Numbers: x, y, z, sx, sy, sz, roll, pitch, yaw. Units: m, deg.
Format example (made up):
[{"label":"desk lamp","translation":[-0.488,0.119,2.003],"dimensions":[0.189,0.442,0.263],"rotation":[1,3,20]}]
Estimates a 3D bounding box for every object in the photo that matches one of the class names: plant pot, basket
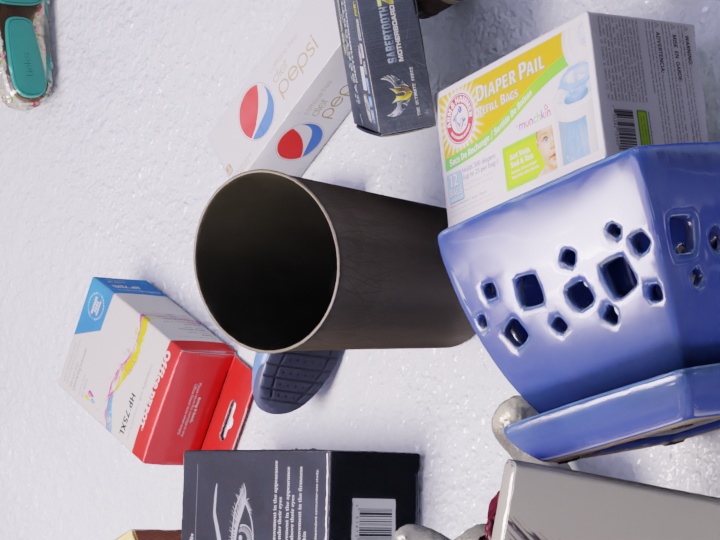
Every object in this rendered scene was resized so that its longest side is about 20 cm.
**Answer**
[{"label":"plant pot","translation":[0.200,0.026,1.565],"dimensions":[0.199,0.199,0.182],"rotation":[-23,76,45]},{"label":"basket","translation":[0.000,0.000,1.783],"dimensions":[0.180,0.199,0.137],"rotation":[20,101,48]}]

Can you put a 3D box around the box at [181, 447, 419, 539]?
[{"label":"box","translation":[-0.053,0.222,1.888],"dimensions":[0.199,0.104,0.150],"rotation":[-4,83,49]}]

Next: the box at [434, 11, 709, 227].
[{"label":"box","translation":[0.152,-0.104,1.676],"dimensions":[0.200,0.101,0.114],"rotation":[-25,67,55]}]

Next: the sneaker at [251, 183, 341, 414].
[{"label":"sneaker","translation":[-0.057,0.023,1.946],"dimensions":[0.082,0.074,0.202],"rotation":[12,87,50]}]

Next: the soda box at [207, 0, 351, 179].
[{"label":"soda box","translation":[-0.049,-0.157,1.961],"dimensions":[0.200,0.063,0.068],"rotation":[-52,51,32]}]

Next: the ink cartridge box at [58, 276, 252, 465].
[{"label":"ink cartridge box","translation":[-0.187,0.100,2.082],"dimensions":[0.200,0.067,0.117],"rotation":[35,111,44]}]

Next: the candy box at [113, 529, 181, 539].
[{"label":"candy box","translation":[-0.149,0.327,1.975],"dimensions":[0.056,0.116,0.202],"rotation":[-35,61,40]}]

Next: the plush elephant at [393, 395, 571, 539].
[{"label":"plush elephant","translation":[0.098,0.221,1.669],"dimensions":[0.200,0.154,0.166],"rotation":[50,132,34]}]

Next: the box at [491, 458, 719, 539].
[{"label":"box","translation":[0.192,0.180,1.544],"dimensions":[0.082,0.198,0.069],"rotation":[78,-158,-87]}]

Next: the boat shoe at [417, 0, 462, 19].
[{"label":"boat shoe","translation":[0.037,-0.303,1.874],"dimensions":[0.065,0.073,0.202],"rotation":[-31,63,36]}]

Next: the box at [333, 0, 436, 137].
[{"label":"box","translation":[0.010,-0.210,1.794],"dimensions":[0.158,0.051,0.202],"rotation":[-133,33,-81]}]

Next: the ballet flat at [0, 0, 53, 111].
[{"label":"ballet flat","translation":[-0.351,-0.257,2.312],"dimensions":[0.064,0.075,0.202],"rotation":[-24,64,61]}]
